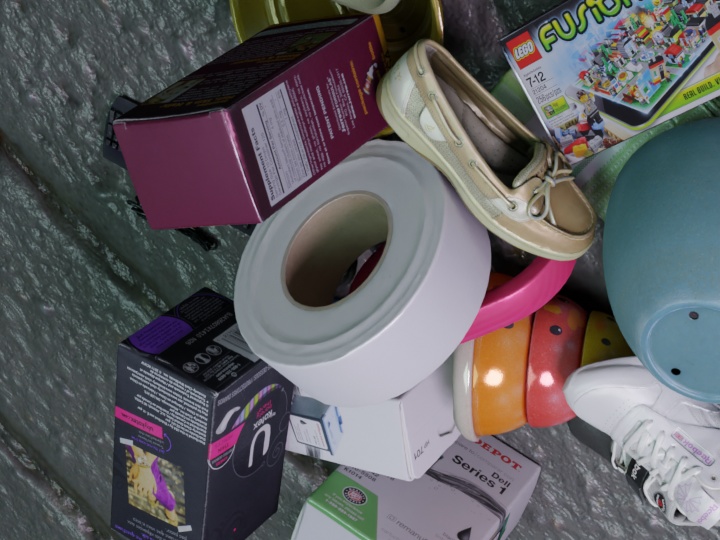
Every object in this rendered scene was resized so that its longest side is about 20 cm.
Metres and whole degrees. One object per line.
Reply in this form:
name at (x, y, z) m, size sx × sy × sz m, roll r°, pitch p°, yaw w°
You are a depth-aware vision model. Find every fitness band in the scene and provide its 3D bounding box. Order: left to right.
fitness band at (0.079, -0.005, 1.121) m, size 0.198 × 0.145 × 0.037 m, roll -23°, pitch 133°, yaw 18°

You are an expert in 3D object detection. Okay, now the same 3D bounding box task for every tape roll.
tape roll at (0.000, 0.000, 1.087) m, size 0.201 × 0.204 × 0.071 m, roll -5°, pitch 147°, yaw 39°

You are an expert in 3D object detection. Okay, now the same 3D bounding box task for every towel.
towel at (0.199, -0.104, 1.063) m, size 0.200 × 0.031 × 0.149 m, roll 46°, pitch 133°, yaw 5°

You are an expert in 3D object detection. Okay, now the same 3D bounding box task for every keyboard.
keyboard at (-0.172, -0.079, 1.366) m, size 0.199 × 0.021 × 0.128 m, roll 28°, pitch 130°, yaw 22°

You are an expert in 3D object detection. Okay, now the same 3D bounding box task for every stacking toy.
stacking toy at (0.178, 0.074, 1.150) m, size 0.197 × 0.147 × 0.148 m, roll 4°, pitch 121°, yaw 13°

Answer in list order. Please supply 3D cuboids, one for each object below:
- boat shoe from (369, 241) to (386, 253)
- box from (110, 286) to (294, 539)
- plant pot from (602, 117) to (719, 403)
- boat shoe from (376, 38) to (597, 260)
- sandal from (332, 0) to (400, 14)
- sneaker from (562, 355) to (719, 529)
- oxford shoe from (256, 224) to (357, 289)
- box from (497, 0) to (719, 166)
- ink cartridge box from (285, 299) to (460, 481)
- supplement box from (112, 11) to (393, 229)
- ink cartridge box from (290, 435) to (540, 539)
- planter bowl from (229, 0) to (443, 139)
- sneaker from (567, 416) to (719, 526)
boat shoe at (-0.004, -0.076, 1.214) m, size 0.201 × 0.070 × 0.066 m, roll 51°, pitch 162°, yaw -14°
box at (-0.134, 0.139, 1.196) m, size 0.105 × 0.122 × 0.202 m, roll 25°, pitch 125°, yaw 24°
plant pot at (0.257, 0.014, 0.990) m, size 0.198 × 0.135 × 0.202 m, roll 15°, pitch 134°, yaw 16°
boat shoe at (0.102, -0.087, 1.028) m, size 0.200 × 0.073 × 0.063 m, roll 43°, pitch 144°, yaw -6°
sandal at (-0.058, -0.238, 1.038) m, size 0.199 × 0.057 × 0.081 m, roll 20°, pitch 127°, yaw 27°
sneaker at (0.244, 0.132, 1.059) m, size 0.198 × 0.100 × 0.075 m, roll 24°, pitch 136°, yaw 0°
oxford shoe at (-0.059, -0.067, 1.243) m, size 0.201 × 0.084 × 0.073 m, roll 52°, pitch 119°, yaw 19°
box at (0.199, -0.160, 0.990) m, size 0.199 × 0.035 × 0.111 m, roll -25°, pitch 98°, yaw 45°
ink cartridge box at (-0.006, 0.100, 1.263) m, size 0.198 × 0.146 × 0.087 m, roll 7°, pitch 119°, yaw 33°
supplement box at (-0.069, -0.112, 1.024) m, size 0.109 × 0.200 × 0.086 m, roll -1°, pitch 117°, yaw 37°
ink cartridge box at (0.052, 0.214, 1.256) m, size 0.145 × 0.200 × 0.085 m, roll 31°, pitch 128°, yaw 16°
planter bowl at (-0.002, -0.212, 1.110) m, size 0.199 × 0.083 × 0.202 m, roll 19°, pitch 127°, yaw 27°
sneaker at (0.250, 0.159, 1.150) m, size 0.198 × 0.088 × 0.075 m, roll 19°, pitch 128°, yaw 29°
